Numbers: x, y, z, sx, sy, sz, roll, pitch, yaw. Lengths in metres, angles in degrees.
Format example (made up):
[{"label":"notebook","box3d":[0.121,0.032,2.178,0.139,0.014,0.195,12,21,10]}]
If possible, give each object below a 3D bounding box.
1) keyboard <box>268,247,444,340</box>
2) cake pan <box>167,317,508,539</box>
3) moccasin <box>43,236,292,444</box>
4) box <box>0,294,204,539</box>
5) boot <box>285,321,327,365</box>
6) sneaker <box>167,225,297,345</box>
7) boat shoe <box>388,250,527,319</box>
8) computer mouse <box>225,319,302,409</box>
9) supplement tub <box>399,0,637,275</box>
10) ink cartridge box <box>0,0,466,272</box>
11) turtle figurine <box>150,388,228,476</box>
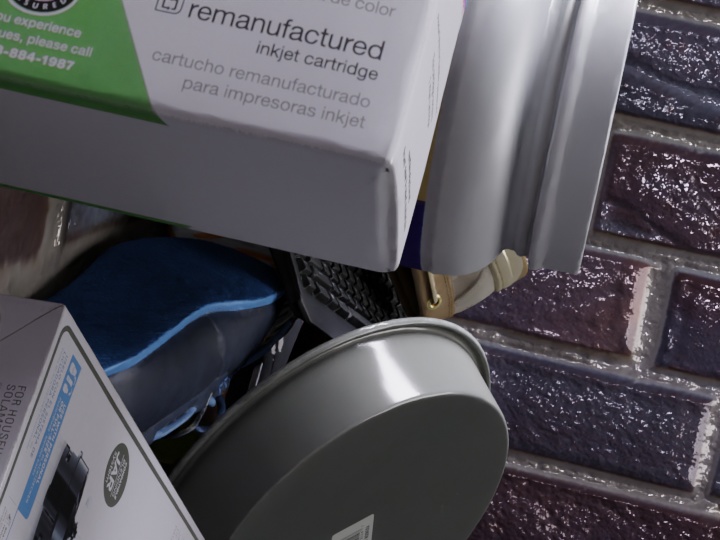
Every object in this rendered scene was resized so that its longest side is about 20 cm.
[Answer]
[{"label":"keyboard","box3d":[0.000,0.000,0.880,0.200,0.020,0.128,40,25,-58]},{"label":"cake pan","box3d":[-0.012,0.110,0.829,0.199,0.037,0.201,-28,144,-22]},{"label":"moccasin","box3d":[-0.093,0.034,0.747,0.200,0.080,0.069,-25,133,-64]},{"label":"box","box3d":[-0.107,0.104,0.586,0.201,0.059,0.118,74,28,-56]},{"label":"boot","box3d":[-0.035,0.060,1.024,0.189,0.068,0.202,115,-14,-63]},{"label":"sneaker","box3d":[-0.058,0.007,0.935,0.200,0.078,0.078,-22,132,-82]},{"label":"boat shoe","box3d":[0.006,-0.053,0.823,0.201,0.069,0.074,57,-7,-30]},{"label":"computer mouse","box3d":[-0.059,0.069,1.154,0.140,0.046,0.202,-55,157,-71]},{"label":"supplement tub","box3d":[-0.002,-0.080,0.689,0.145,0.198,0.147,13,90,-83]},{"label":"ink cartridge box","box3d":[-0.035,-0.118,0.578,0.084,0.143,0.202,87,16,-67]},{"label":"turtle figurine","box3d":[-0.093,0.144,0.917,0.200,0.064,0.163,-66,166,-62]}]
